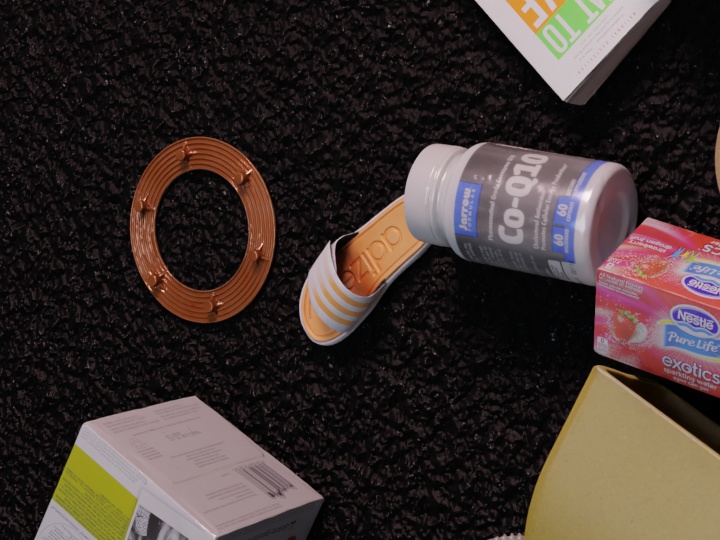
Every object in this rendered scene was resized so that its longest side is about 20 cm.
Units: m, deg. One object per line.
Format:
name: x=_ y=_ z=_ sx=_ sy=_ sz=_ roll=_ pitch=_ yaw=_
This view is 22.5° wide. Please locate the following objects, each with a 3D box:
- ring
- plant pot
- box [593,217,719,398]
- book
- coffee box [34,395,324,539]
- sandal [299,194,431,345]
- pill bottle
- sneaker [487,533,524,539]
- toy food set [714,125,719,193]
ring: x=-0.176 y=-0.043 z=1.953 sx=0.199 sy=0.019 sz=0.203 roll=2 pitch=94 yaw=32
plant pot: x=0.252 y=0.225 z=1.568 sx=0.194 sy=0.195 sz=0.201 roll=36 pitch=98 yaw=25
box: x=0.312 y=0.041 z=1.580 sx=0.198 sy=0.100 sz=0.096 roll=20 pitch=131 yaw=30
book: x=0.181 y=-0.274 z=1.693 sx=0.134 sy=0.048 sz=0.200 roll=-48 pitch=67 yaw=22
coffee box: x=-0.196 y=0.279 z=1.884 sx=0.199 sy=0.199 sz=0.199 roll=35 pitch=111 yaw=25
sandal: x=-0.004 y=-0.007 z=1.820 sx=0.207 sy=0.059 sz=0.079 roll=-47 pitch=70 yaw=27
pill bottle: x=0.148 y=-0.057 z=1.686 sx=0.198 sy=0.113 sz=0.115 roll=11 pitch=100 yaw=31
sneaker: x=0.177 y=0.309 z=1.723 sx=0.198 sy=0.069 sz=0.101 roll=-3 pitch=95 yaw=33
toy food set: x=0.402 y=-0.098 z=1.557 sx=0.198 sy=0.048 sz=0.200 roll=16 pitch=102 yaw=31
